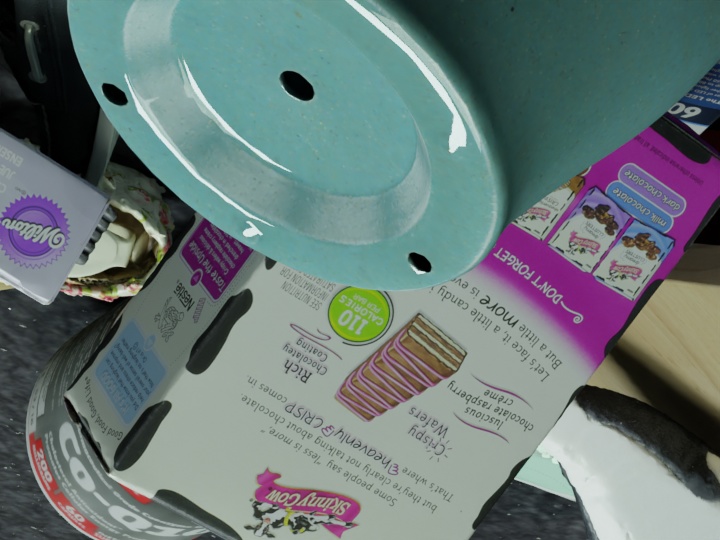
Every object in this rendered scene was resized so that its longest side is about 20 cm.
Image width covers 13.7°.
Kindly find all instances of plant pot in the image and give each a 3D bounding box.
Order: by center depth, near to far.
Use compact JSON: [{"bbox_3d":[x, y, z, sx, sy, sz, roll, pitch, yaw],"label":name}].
[{"bbox_3d":[0.021,-0.104,0.827,0.199,0.188,0.201,25,147,17],"label":"plant pot"}]

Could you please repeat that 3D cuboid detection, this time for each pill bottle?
[{"bbox_3d":[-0.074,0.059,1.349,0.113,0.115,0.200,17,163,-16],"label":"pill bottle"}]

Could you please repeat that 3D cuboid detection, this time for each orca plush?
[{"bbox_3d":[0.114,0.102,1.218,0.200,0.105,0.071,34,-169,-19],"label":"orca plush"}]

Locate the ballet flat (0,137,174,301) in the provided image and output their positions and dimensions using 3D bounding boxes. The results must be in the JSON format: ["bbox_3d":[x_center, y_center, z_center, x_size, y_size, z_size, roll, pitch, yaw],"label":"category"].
[{"bbox_3d":[-0.165,-0.026,1.253,0.199,0.076,0.064,5,-159,-26],"label":"ballet flat"}]

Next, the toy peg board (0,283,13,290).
[{"bbox_3d":[-0.269,0.000,1.347,0.199,0.098,0.199,-9,150,34],"label":"toy peg board"}]

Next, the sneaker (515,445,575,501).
[{"bbox_3d":[0.078,0.056,1.355,0.199,0.074,0.118,2,161,22],"label":"sneaker"}]

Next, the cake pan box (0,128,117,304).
[{"bbox_3d":[-0.187,-0.054,1.120,0.199,0.052,0.184,31,179,-7],"label":"cake pan box"}]

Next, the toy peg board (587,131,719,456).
[{"bbox_3d":[0.154,0.018,1.224,0.199,0.098,0.200,6,149,49],"label":"toy peg board"}]

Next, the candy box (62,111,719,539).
[{"bbox_3d":[0.014,0.005,1.007,0.136,0.200,0.061,32,-171,-32],"label":"candy box"}]

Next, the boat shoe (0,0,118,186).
[{"bbox_3d":[-0.107,-0.102,1.103,0.060,0.076,0.200,11,144,-5],"label":"boat shoe"}]

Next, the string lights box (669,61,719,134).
[{"bbox_3d":[0.106,-0.113,1.006,0.102,0.059,0.200,17,154,-15],"label":"string lights box"}]
